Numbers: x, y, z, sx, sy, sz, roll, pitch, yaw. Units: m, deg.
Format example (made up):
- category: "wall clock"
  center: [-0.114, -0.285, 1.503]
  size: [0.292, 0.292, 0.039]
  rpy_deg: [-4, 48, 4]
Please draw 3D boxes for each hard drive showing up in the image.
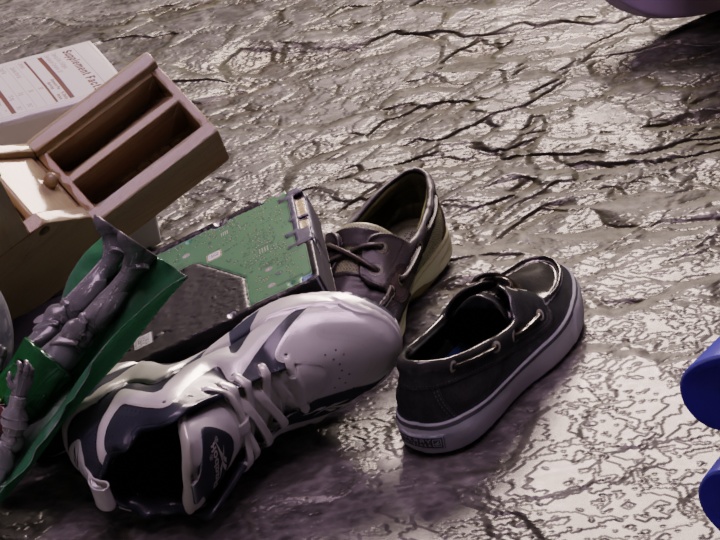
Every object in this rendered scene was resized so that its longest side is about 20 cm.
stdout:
- category: "hard drive"
  center: [-0.112, 0.030, 1.716]
  size: [0.200, 0.038, 0.140]
  rpy_deg: [-26, 25, 5]

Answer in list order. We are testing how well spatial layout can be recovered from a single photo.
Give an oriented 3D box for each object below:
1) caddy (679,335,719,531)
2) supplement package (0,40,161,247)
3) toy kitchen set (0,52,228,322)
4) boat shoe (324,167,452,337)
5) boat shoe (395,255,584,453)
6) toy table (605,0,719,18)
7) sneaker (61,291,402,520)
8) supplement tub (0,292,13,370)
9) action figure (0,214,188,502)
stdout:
- category: "caddy"
  center: [0.255, 0.078, 1.425]
  size: [0.200, 0.141, 0.105]
  rpy_deg: [14, 39, 40]
- category: "supplement package"
  center: [-0.249, -0.062, 1.923]
  size: [0.200, 0.117, 0.117]
  rpy_deg: [-16, 24, -14]
- category: "toy kitchen set"
  center: [-0.218, -0.114, 1.779]
  size: [0.180, 0.200, 0.163]
  rpy_deg: [-38, 63, -10]
- category: "boat shoe"
  center: [0.001, 0.000, 1.765]
  size: [0.072, 0.066, 0.201]
  rpy_deg: [3, 28, 23]
- category: "boat shoe"
  center: [0.077, 0.035, 1.675]
  size: [0.069, 0.057, 0.200]
  rpy_deg: [3, 28, 26]
- category: "toy table"
  center: [0.271, -0.255, 2.101]
  size: [0.200, 0.184, 0.117]
  rpy_deg: [-34, 17, -21]
- category: "sneaker"
  center: [-0.067, 0.084, 1.595]
  size: [0.199, 0.080, 0.130]
  rpy_deg: [-12, 27, -2]
- category: "supplement tub"
  center: [-0.299, 0.068, 1.662]
  size: [0.122, 0.123, 0.200]
  rpy_deg: [4, 28, 27]
- category: "action figure"
  center: [-0.184, 0.064, 1.611]
  size: [0.200, 0.055, 0.118]
  rpy_deg: [-56, 25, -3]
